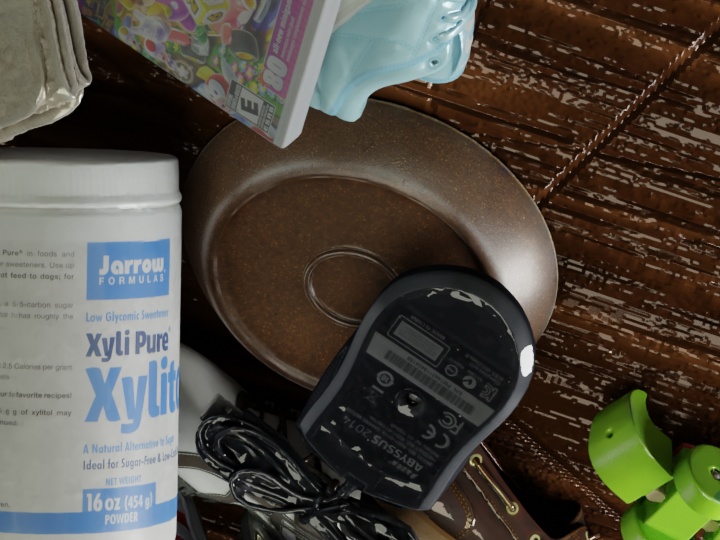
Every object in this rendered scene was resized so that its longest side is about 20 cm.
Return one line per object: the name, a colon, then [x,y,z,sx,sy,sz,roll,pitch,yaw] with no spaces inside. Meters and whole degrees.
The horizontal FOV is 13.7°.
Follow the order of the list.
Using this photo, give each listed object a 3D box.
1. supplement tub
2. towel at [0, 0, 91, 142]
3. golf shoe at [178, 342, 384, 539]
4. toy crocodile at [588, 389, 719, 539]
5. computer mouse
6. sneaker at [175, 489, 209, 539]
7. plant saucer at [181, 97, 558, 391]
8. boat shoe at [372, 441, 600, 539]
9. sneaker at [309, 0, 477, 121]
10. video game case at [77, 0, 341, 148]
supplement tub: [-0.154,0.042,1.485,0.131,0.132,0.202,3,96,16]
towel: [-0.210,-0.121,1.422,0.199,0.034,0.134,-11,87,38]
golf shoe: [-0.047,0.095,1.601,0.094,0.078,0.200,-19,132,25]
toy crocodile: [0.204,0.131,1.559,0.199,0.062,0.068,28,133,-13]
computer mouse: [0.018,0.061,1.505,0.138,0.053,0.200,38,125,-4]
sneaker: [-0.132,0.156,1.601,0.071,0.112,0.201,-34,80,23]
plant saucer: [0.000,0.000,1.523,0.199,0.035,0.201,10,132,11]
boat shoe: [0.093,0.151,1.602,0.070,0.070,0.200,-48,117,0]
sneaker: [0.032,-0.132,1.374,0.082,0.074,0.200,35,142,-20]
video game case: [-0.095,-0.162,1.376,0.199,0.018,0.144,34,136,15]
